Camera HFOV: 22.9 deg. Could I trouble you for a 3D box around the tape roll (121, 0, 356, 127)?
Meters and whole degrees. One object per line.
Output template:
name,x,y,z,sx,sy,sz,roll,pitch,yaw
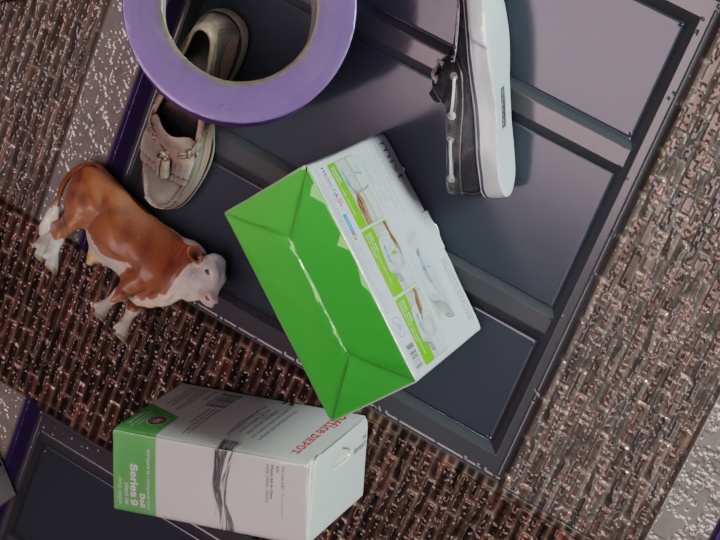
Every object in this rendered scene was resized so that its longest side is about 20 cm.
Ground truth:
tape roll,-0.104,-0.225,1.525,0.197,0.085,0.203,0,92,-4

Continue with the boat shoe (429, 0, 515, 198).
boat shoe,0.091,-0.161,1.518,0.067,0.072,0.202,1,111,20

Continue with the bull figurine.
bull figurine,-0.218,-0.012,1.674,0.200,0.065,0.122,42,83,16

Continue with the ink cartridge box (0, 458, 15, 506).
ink cartridge box,-0.438,0.159,1.832,0.099,0.039,0.202,-18,97,25

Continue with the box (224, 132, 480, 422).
box,0.000,0.000,1.534,0.096,0.176,0.202,-26,93,25

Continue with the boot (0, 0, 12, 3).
boot,-0.320,-0.331,1.644,0.198,0.074,0.157,-9,101,12

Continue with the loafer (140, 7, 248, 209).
loafer,-0.164,-0.145,1.628,0.071,0.063,0.202,28,112,13

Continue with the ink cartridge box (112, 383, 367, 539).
ink cartridge box,-0.109,0.177,1.640,0.198,0.146,0.085,8,106,21
